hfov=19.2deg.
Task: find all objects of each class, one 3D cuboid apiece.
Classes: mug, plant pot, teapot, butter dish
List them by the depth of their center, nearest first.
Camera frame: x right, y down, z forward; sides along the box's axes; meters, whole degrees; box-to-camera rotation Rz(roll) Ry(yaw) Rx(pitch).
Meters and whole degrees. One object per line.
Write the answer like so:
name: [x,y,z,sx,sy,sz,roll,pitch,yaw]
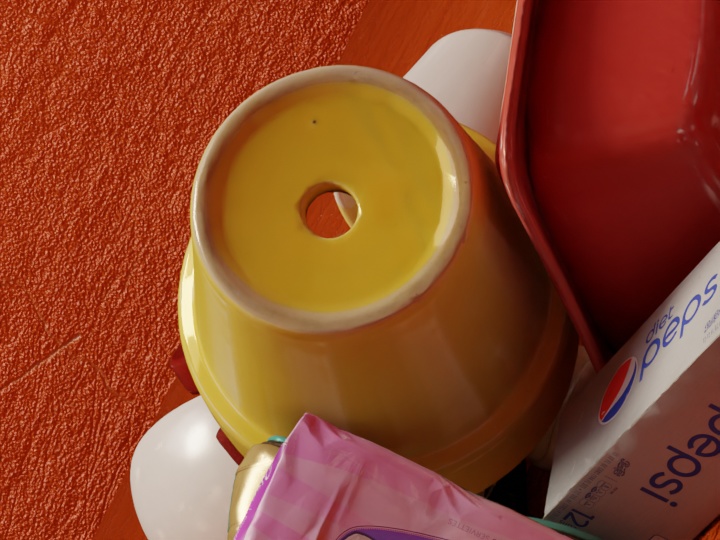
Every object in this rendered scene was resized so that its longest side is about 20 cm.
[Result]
butter dish: [0.157,-0.065,0.996,0.147,0.200,0.201,-8,47,22]
plant pot: [0.000,0.000,1.015,0.201,0.200,0.189,-65,-17,-14]
teapot: [-0.059,0.170,1.483,0.197,0.200,0.146,-28,62,17]
mug: [0.067,-0.086,1.541,0.187,0.149,0.153,-41,15,49]

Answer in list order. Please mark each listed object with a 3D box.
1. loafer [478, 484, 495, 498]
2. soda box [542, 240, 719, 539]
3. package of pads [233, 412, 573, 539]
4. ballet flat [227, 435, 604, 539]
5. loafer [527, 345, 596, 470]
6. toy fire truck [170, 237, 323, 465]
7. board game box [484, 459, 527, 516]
loafer: [0.036,0.118,1.194,0.076,0.067,0.200,-52,-5,4]
soda box: [0.156,0.046,0.921,0.200,0.063,0.068,-54,14,43]
package of pads: [0.039,0.153,0.845,0.076,0.199,0.121,88,-153,-78]
ballet flat: [0.033,0.135,0.971,0.069,0.199,0.063,82,-153,-62]
loafer: [0.086,0.064,1.226,0.076,0.068,0.200,-65,8,-3]
toy fire truck: [0.003,0.041,1.219,0.168,0.112,0.200,-25,13,36]
board game box: [0.048,0.196,1.181,0.135,0.028,0.200,-56,11,24]
